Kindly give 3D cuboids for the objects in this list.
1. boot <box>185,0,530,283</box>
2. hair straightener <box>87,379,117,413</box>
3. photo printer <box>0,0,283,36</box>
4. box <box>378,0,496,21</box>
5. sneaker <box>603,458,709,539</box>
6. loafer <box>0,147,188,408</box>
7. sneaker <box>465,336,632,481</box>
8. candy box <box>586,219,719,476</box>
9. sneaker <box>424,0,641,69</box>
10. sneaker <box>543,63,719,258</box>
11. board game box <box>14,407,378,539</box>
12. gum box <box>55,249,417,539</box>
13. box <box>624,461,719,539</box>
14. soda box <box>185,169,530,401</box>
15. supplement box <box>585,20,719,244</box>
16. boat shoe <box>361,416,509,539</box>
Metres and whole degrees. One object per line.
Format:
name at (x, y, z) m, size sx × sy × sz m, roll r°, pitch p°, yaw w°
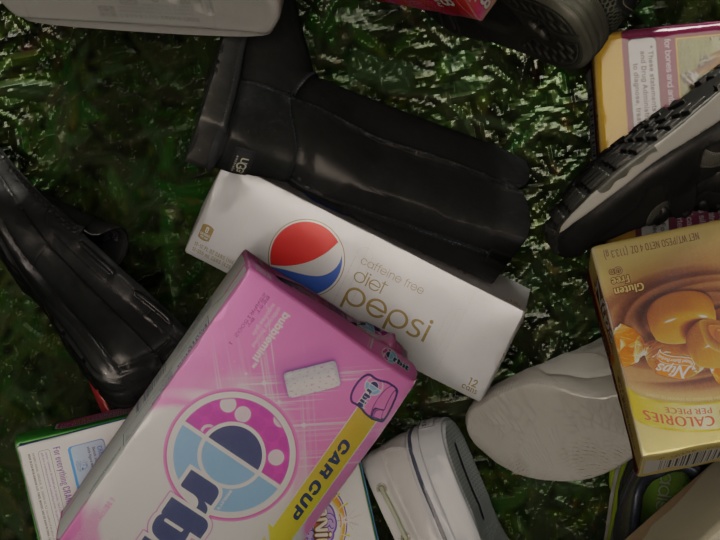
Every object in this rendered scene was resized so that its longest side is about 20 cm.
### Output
boot at (0.008, -0.093, 0.955) m, size 0.199 × 0.066 × 0.166 m, roll 18°, pitch 53°, yaw -9°
hair straightener at (-0.106, 0.126, 0.999) m, size 0.076 × 0.041 × 0.201 m, roll -20°, pitch 91°, yaw 6°
photo printer at (-0.112, -0.234, 0.930) m, size 0.165 × 0.070 × 0.201 m, roll 4°, pitch 62°, yaw 7°
box at (0.062, -0.242, 0.857) m, size 0.099 × 0.096 × 0.201 m, roll 20°, pitch 70°, yaw 43°
sneaker at (0.173, 0.190, 0.959) m, size 0.073 × 0.081 × 0.202 m, roll 2°, pitch 94°, yaw 5°
loafer at (-0.173, -0.006, 0.973) m, size 0.070 × 0.068 × 0.201 m, roll -34°, pitch 67°, yaw -16°
sneaker at (0.158, 0.063, 0.961) m, size 0.199 × 0.089 × 0.075 m, roll -21°, pitch 113°, yaw 31°
candy box at (0.228, 0.028, 0.833) m, size 0.198 × 0.055 × 0.116 m, roll -12°, pitch 72°, yaw 2°
sneaker at (0.095, -0.188, 0.922) m, size 0.114 × 0.199 × 0.076 m, roll -42°, pitch 129°, yaw -16°
sneaker at (0.193, -0.054, 0.846) m, size 0.200 × 0.076 × 0.088 m, roll -36°, pitch 96°, yaw 7°
board game box at (-0.093, 0.150, 0.970) m, size 0.199 × 0.040 × 0.154 m, roll -13°, pitch 95°, yaw -11°
gum box at (-0.068, 0.096, 0.903) m, size 0.113 × 0.066 × 0.201 m, roll 34°, pitch 94°, yaw -11°
box at (0.198, 0.174, 0.879) m, size 0.200 × 0.078 × 0.095 m, roll -39°, pitch 98°, yaw -4°
soda box at (0.000, 0.000, 0.966) m, size 0.199 × 0.068 × 0.064 m, roll 26°, pitch 103°, yaw 3°
supplement box at (0.233, -0.078, 0.927) m, size 0.198 × 0.103 × 0.132 m, roll -3°, pitch 92°, yaw 6°
boat shoe at (0.062, 0.191, 0.983) m, size 0.066 × 0.073 × 0.201 m, roll -23°, pitch 82°, yaw 20°
